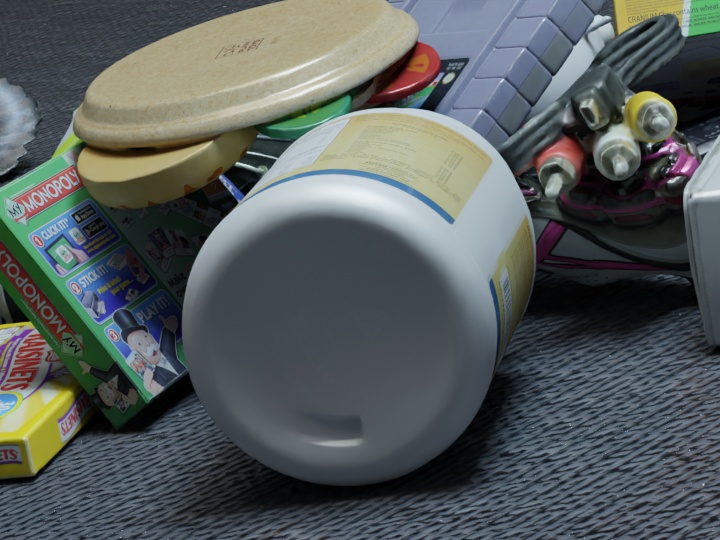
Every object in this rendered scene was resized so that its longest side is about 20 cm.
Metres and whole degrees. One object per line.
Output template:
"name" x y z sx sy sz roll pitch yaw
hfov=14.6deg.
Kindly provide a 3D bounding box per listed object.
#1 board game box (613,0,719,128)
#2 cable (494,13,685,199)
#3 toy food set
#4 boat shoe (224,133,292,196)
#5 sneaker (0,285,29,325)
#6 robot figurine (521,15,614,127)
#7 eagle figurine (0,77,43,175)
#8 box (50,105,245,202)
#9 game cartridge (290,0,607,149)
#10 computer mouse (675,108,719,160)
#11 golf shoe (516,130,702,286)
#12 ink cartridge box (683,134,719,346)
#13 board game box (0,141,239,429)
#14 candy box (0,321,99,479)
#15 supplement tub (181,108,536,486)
"board game box" 0.231 -0.130 1.701 0.152 0.041 0.200 -8 -16 4
"cable" 0.127 -0.081 1.470 0.097 0.050 0.200 -28 7 19
"toy food set" -0.057 -0.097 1.500 0.197 0.049 0.200 -17 18 1
"boat shoe" -0.082 -0.071 1.792 0.199 0.064 0.071 3 -1 5
"sneaker" -0.228 0.016 1.613 0.108 0.070 0.200 -24 19 -36
"robot figurine" 0.076 -0.107 1.696 0.169 0.113 0.200 -30 -5 -30
"eagle figurine" -0.359 -0.104 2.119 0.199 0.151 0.152 14 42 -36
"box" -0.125 -0.048 1.682 0.048 0.122 0.200 -43 10 10
"game cartridge" 0.044 -0.112 1.551 0.130 0.038 0.200 -51 23 -17
"computer mouse" 0.195 -0.055 1.627 0.199 0.053 0.139 -21 11 -3
"golf shoe" 0.102 -0.023 1.504 0.199 0.092 0.073 5 45 39
"ink cartridge box" 0.272 -0.029 1.391 0.199 0.085 0.146 -4 16 19
"board game box" -0.119 -0.008 1.506 0.029 0.135 0.200 -40 -1 29
"candy box" -0.183 0.066 1.475 0.102 0.027 0.200 -4 16 16
"supplement tub" 0.006 0.005 1.334 0.144 0.145 0.200 -7 14 14
